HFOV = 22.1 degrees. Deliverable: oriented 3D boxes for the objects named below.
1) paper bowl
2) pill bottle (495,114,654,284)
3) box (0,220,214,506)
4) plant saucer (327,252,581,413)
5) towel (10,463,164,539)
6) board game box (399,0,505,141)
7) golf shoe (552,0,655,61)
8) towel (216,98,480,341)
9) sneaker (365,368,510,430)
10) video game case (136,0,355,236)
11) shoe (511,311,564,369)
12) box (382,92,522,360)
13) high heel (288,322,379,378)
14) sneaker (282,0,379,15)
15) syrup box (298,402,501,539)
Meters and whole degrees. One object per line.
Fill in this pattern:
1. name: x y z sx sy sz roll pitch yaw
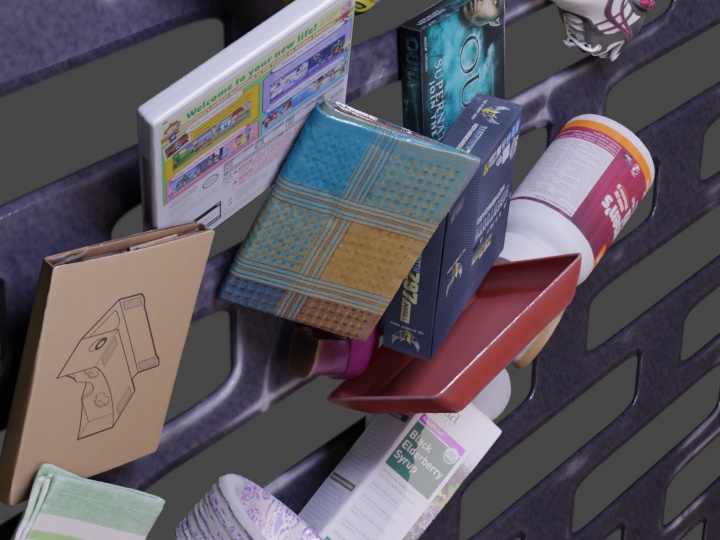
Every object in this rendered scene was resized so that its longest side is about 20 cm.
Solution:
1. paper bowl: -0.073 0.273 1.520 0.104 0.201 0.201 -47 146 2
2. pill bottle: 0.202 -0.053 1.841 0.200 0.109 0.110 -52 143 -27
3. box: -0.191 0.068 1.365 0.163 0.021 0.202 -17 131 -51
4. plant saucer: 0.089 0.064 1.640 0.199 0.199 0.037 -42 105 -25
5. towel: -0.240 0.250 1.397 0.152 0.023 0.201 29 89 -57
6. board game box: 0.087 -0.154 1.689 0.135 0.028 0.202 -37 135 -41
7. golf shoe: 0.229 -0.254 1.809 0.199 0.077 0.089 2 112 -56
8. towel: -0.012 -0.037 1.480 0.145 0.022 0.201 18 122 -23
9. sneaker: 0.078 0.113 1.786 0.199 0.075 0.089 -27 116 -46
10. video game case: -0.085 -0.111 1.375 0.199 0.022 0.183 -38 157 -25
11. shoe: 0.199 0.008 1.932 0.201 0.053 0.070 -62 179 -6
12. box: 0.083 -0.041 1.623 0.200 0.051 0.159 -51 154 -50
13. high heel: 0.000 0.000 1.594 0.096 0.067 0.202 -5 122 -51
14. sneaker: -0.054 -0.230 1.360 0.198 0.076 0.077 8 131 -30
15. syrup box: 0.030 0.192 1.679 0.079 0.081 0.200 42 82 -17
